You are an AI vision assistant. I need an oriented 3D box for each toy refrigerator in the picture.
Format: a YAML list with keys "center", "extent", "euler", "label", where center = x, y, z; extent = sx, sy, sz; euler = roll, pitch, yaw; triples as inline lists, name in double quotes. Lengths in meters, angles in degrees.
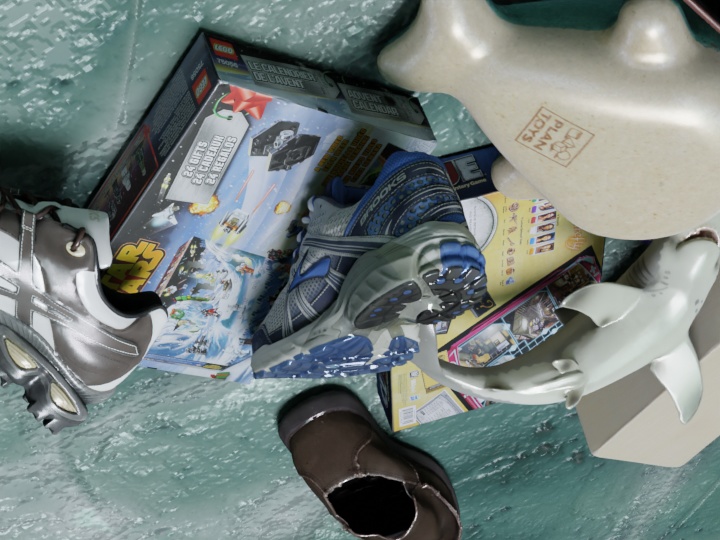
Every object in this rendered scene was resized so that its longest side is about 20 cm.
- center: [0.213, 0.032, 1.030]
  extent: [0.076, 0.070, 0.200]
  euler: [10, 138, -32]
  label: "toy refrigerator"

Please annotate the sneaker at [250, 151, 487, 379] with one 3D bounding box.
- center: [0.000, 0.000, 0.894]
  extent: [0.077, 0.086, 0.200]
  euler: [2, 159, -30]
  label: "sneaker"

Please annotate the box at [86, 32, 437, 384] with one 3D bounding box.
- center: [-0.070, -0.025, 0.920]
  extent: [0.136, 0.040, 0.200]
  euler: [12, 131, -36]
  label: "box"

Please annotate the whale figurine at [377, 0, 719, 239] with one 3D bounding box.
- center: [0.112, -0.100, 0.890]
  extent: [0.199, 0.104, 0.159]
  euler: [22, 141, -12]
  label: "whale figurine"

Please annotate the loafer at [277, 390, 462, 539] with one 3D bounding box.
- center: [0.010, 0.153, 1.140]
  extent: [0.073, 0.071, 0.200]
  euler: [-32, 141, 13]
  label: "loafer"

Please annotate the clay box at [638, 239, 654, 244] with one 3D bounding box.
- center: [0.247, -0.088, 0.987]
  extent: [0.114, 0.048, 0.200]
  euler: [11, 133, -35]
  label: "clay box"

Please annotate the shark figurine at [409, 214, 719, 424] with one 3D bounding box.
- center: [0.108, 0.035, 0.988]
  extent: [0.213, 0.090, 0.129]
  euler: [-19, 114, -9]
  label: "shark figurine"

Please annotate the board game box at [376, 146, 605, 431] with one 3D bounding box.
- center: [0.075, 0.009, 1.031]
  extent: [0.135, 0.035, 0.201]
  euler: [-14, 141, -9]
  label: "board game box"

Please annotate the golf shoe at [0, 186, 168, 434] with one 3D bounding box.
- center: [-0.174, -0.017, 0.845]
  extent: [0.094, 0.078, 0.200]
  euler: [-38, 123, 2]
  label: "golf shoe"

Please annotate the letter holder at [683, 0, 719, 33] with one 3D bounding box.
- center: [0.196, -0.143, 0.786]
  extent: [0.200, 0.143, 0.100]
  euler: [34, 119, -30]
  label: "letter holder"
